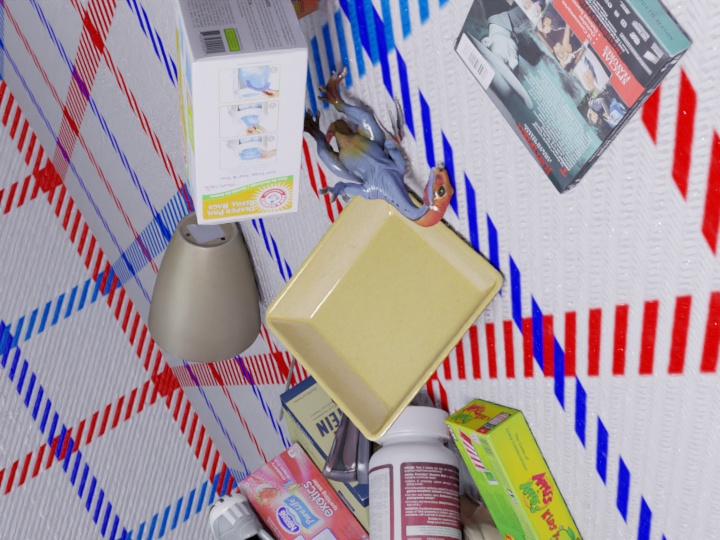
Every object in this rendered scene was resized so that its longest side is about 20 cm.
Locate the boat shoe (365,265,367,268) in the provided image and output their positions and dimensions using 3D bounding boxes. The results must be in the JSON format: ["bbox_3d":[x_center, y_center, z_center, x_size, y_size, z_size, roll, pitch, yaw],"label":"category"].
[{"bbox_3d":[0.000,0.000,1.249,0.074,0.065,0.200,58,161,3],"label":"boat shoe"}]

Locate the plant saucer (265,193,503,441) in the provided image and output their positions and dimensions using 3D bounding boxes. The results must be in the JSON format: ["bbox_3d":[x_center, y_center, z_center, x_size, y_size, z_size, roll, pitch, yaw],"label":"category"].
[{"bbox_3d":[0.026,0.035,1.098,0.200,0.200,0.048,44,-170,35],"label":"plant saucer"}]

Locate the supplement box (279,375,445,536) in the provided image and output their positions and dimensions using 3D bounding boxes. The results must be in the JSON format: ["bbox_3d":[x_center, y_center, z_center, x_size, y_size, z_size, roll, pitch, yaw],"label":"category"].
[{"bbox_3d":[0.009,0.253,1.503,0.200,0.134,0.201,45,157,34],"label":"supplement box"}]

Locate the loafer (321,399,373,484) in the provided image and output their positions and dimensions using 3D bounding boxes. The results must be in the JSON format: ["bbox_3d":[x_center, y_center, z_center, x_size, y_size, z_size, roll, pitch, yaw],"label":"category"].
[{"bbox_3d":[-0.014,0.170,1.394,0.072,0.062,0.201,81,-171,-56],"label":"loafer"}]

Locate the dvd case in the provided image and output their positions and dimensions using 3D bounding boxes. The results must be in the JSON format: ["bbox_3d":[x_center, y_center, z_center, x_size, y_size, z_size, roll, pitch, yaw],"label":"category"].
[{"bbox_3d":[0.132,-0.151,0.750,0.147,0.022,0.200,55,160,12],"label":"dvd case"}]

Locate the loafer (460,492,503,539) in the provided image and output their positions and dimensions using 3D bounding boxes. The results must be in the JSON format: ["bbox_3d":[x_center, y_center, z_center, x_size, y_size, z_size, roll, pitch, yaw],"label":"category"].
[{"bbox_3d":[0.146,0.323,1.362,0.200,0.068,0.076,-145,52,-81],"label":"loafer"}]

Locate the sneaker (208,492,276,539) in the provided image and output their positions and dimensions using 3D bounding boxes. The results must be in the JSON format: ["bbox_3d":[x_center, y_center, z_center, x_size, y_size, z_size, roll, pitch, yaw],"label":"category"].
[{"bbox_3d":[-0.133,0.390,1.440,0.115,0.075,0.201,35,150,46],"label":"sneaker"}]

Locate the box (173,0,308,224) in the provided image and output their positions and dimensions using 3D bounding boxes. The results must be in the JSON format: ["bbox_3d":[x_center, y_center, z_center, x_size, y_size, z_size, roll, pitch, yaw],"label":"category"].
[{"bbox_3d":[-0.112,-0.153,1.026,0.201,0.100,0.113,97,160,-48],"label":"box"}]

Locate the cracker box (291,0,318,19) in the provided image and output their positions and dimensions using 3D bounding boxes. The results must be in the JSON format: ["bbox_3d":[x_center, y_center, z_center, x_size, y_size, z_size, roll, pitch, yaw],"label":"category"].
[{"bbox_3d":[-0.119,-0.341,1.049,0.200,0.057,0.134,49,159,29],"label":"cracker box"}]

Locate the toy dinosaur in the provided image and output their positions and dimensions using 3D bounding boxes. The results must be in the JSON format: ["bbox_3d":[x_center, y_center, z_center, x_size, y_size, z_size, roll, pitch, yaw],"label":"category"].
[{"bbox_3d":[0.022,-0.110,1.072,0.182,0.105,0.200,45,-167,12],"label":"toy dinosaur"}]

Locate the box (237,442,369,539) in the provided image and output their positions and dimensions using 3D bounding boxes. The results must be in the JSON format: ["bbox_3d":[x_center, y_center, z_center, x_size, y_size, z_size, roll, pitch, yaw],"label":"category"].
[{"bbox_3d":[-0.065,0.346,1.466,0.200,0.102,0.095,47,159,27],"label":"box"}]

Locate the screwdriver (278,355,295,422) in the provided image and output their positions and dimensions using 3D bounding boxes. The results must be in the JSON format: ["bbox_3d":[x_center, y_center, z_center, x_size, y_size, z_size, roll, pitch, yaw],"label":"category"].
[{"bbox_3d":[-0.098,0.128,1.558,0.029,0.201,0.028,-3,138,22],"label":"screwdriver"}]

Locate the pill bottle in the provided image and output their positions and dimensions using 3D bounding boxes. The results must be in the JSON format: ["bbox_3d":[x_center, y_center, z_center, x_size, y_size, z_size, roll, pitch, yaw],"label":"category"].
[{"bbox_3d":[0.064,0.269,1.307,0.110,0.108,0.202,110,161,-67],"label":"pill bottle"}]

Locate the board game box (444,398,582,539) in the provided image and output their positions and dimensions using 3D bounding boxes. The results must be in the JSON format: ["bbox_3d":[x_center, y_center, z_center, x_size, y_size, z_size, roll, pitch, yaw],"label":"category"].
[{"bbox_3d":[0.172,0.243,1.203,0.201,0.047,0.101,64,161,-12],"label":"board game box"}]

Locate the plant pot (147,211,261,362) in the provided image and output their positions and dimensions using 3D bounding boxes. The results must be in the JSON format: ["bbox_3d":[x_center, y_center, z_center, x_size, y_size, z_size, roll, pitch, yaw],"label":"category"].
[{"bbox_3d":[-0.245,0.011,1.764,0.187,0.186,0.201,46,144,33],"label":"plant pot"}]
